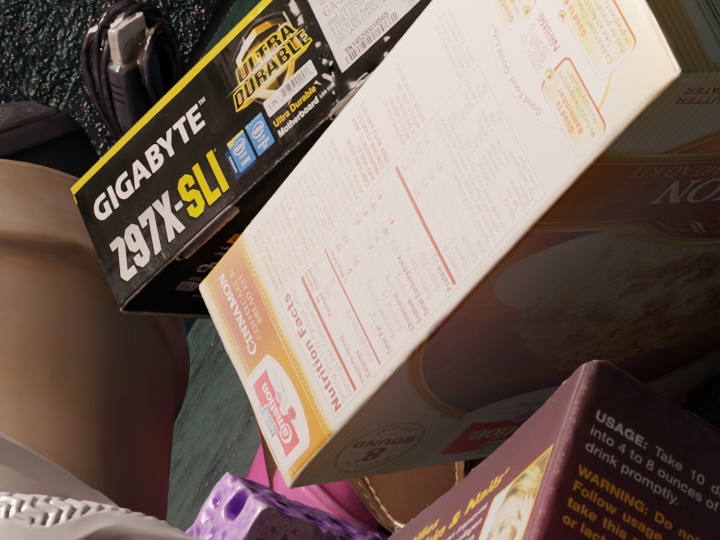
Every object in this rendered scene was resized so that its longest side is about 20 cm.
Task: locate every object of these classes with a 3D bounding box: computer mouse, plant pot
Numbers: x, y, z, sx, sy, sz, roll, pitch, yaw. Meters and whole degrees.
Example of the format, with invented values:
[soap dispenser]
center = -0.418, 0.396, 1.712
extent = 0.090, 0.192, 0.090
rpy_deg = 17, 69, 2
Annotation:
[computer mouse]
center = -0.157, -0.023, 1.062
extent = 0.053, 0.199, 0.139
rpy_deg = -112, 12, -48
[plant pot]
center = -0.151, 0.089, 1.014
extent = 0.200, 0.199, 0.174
rpy_deg = -50, 40, 36

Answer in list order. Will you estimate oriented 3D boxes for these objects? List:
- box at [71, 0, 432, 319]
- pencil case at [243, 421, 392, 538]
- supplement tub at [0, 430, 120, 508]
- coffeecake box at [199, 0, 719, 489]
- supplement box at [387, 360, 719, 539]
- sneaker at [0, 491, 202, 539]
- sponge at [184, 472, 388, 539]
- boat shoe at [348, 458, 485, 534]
[box]
center = 0.035, -0.043, 0.837
extent = 0.160, 0.199, 0.050
rpy_deg = -43, 60, 33
[pencil case]
center = -0.055, 0.140, 1.063
extent = 0.200, 0.090, 0.094
rpy_deg = -52, 47, 21
[supplement tub]
center = -0.169, 0.138, 0.844
extent = 0.201, 0.140, 0.140
rpy_deg = -62, 11, -2
[coffeecake box]
center = 0.071, -0.027, 0.755
extent = 0.200, 0.153, 0.073
rpy_deg = -48, 59, 44
[supplement box]
center = 0.038, 0.136, 0.637
extent = 0.110, 0.085, 0.201
rpy_deg = -47, 16, 47
[sneaker]
center = -0.044, 0.144, 0.715
extent = 0.075, 0.200, 0.114
rpy_deg = -15, 46, 53
[sponge]
center = -0.052, 0.170, 0.895
extent = 0.201, 0.111, 0.030
rpy_deg = -58, 40, 5
[boat shoe]
center = -0.006, 0.002, 0.954
extent = 0.074, 0.204, 0.075
rpy_deg = -19, -3, 21
